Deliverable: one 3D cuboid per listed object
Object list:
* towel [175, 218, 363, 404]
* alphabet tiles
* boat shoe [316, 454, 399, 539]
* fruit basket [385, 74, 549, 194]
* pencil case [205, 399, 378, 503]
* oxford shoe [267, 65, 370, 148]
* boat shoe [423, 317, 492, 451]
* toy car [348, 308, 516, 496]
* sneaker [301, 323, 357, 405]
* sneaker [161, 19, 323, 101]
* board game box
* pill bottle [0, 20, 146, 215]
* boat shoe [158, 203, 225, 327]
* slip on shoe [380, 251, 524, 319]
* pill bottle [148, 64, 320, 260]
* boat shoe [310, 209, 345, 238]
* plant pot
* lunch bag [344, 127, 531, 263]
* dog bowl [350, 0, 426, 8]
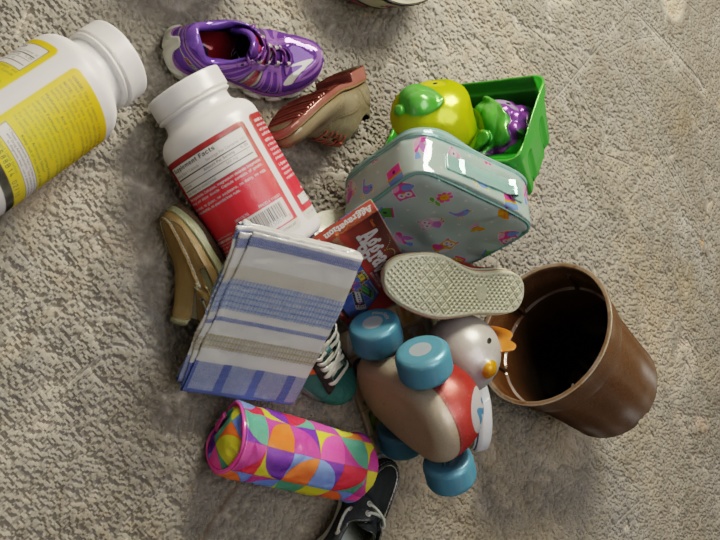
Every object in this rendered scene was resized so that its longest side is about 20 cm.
[{"bbox_3d":[-0.095,0.049,0.935,0.145,0.024,0.202,12,116,-29],"label":"towel"},{"bbox_3d":[0.067,0.123,1.168,0.199,0.007,0.169,-26,103,-36],"label":"alphabet tiles"},{"bbox_3d":[-0.002,0.307,1.067,0.076,0.060,0.201,46,61,-26],"label":"boat shoe"},{"bbox_3d":[0.111,-0.178,1.093,0.215,0.214,0.157,40,59,-29],"label":"fruit basket"},{"bbox_3d":[-0.073,0.203,1.009,0.198,0.088,0.090,23,73,-37],"label":"pencil case"},{"bbox_3d":[-0.036,-0.174,1.045,0.200,0.070,0.076,-45,120,-48],"label":"oxford shoe"},{"bbox_3d":[0.122,0.136,1.175,0.061,0.072,0.203,-11,89,-14],"label":"boat shoe"},{"bbox_3d":[0.113,0.117,1.064,0.199,0.176,0.186,-30,121,-24],"label":"toy car"},{"bbox_3d":[-0.056,0.081,1.026,0.072,0.079,0.201,-51,120,-28],"label":"sneaker"},{"bbox_3d":[-0.117,-0.234,1.000,0.198,0.083,0.082,-7,91,-39],"label":"sneaker"},{"bbox_3d":[0.000,0.000,1.017,0.102,0.020,0.200,-34,151,1],"label":"board game box"},{"bbox_3d":[-0.296,-0.146,0.835,0.200,0.111,0.112,-45,113,-30],"label":"pill bottle"},{"bbox_3d":[-0.168,0.032,0.956,0.076,0.071,0.202,-32,106,-20],"label":"boat shoe"},{"bbox_3d":[0.102,0.018,1.058,0.198,0.061,0.075,5,94,-35],"label":"slip on shoe"},{"bbox_3d":[-0.135,-0.105,0.952,0.112,0.112,0.202,-35,100,-34],"label":"pill bottle"},{"bbox_3d":[0.010,-0.022,1.094,0.200,0.060,0.073,10,54,-39],"label":"boat shoe"},{"bbox_3d":[0.297,0.124,1.244,0.198,0.199,0.203,35,67,-40],"label":"plant pot"},{"bbox_3d":[0.093,-0.080,1.041,0.198,0.160,0.078,19,54,-33],"label":"lunch bag"},{"bbox_3d":[0.021,-0.419,1.126,0.198,0.073,0.204,4,84,-37],"label":"dog bowl"}]
